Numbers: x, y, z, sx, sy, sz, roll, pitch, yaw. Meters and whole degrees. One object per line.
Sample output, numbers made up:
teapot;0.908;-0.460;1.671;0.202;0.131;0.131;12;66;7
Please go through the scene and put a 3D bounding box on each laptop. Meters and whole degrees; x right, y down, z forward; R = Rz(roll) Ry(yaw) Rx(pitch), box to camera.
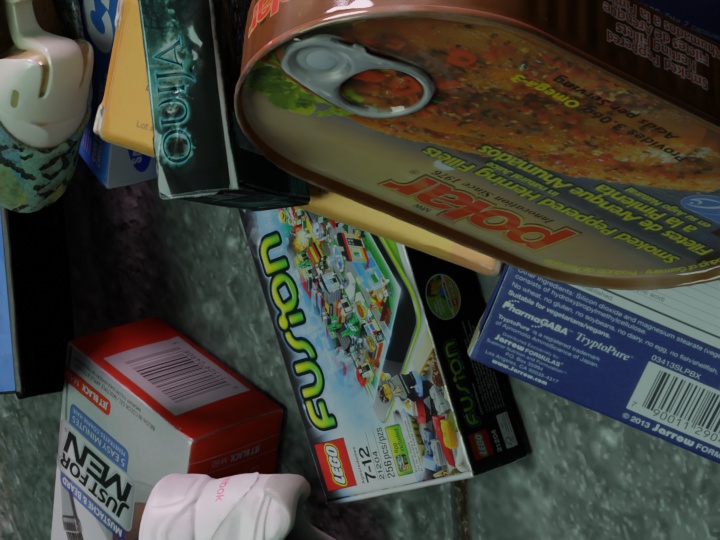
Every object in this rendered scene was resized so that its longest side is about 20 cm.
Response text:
laptop;-0.216;-0.025;1.096;0.200;0.116;0.188;21;-117;-87

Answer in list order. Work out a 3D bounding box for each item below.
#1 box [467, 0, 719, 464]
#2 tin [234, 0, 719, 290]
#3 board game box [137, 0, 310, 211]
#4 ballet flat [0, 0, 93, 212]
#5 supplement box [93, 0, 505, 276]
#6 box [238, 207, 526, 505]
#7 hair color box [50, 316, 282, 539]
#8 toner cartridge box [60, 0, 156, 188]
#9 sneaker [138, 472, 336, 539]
box;0.126;-0.027;0.733;0.121;0.032;0.200;23;127;4
tin;0.053;-0.046;0.648;0.112;0.200;0.042;-31;48;43
board game box;-0.049;-0.089;0.725;0.200;0.028;0.136;-1;-95;-85
ballet flat;-0.151;-0.117;0.930;0.074;0.074;0.200;15;120;47
supplement box;-0.010;-0.059;0.854;0.200;0.069;0.067;20;105;24
box;0.000;0.000;0.935;0.110;0.035;0.200;-20;86;51
hair color box;-0.107;0.140;1.087;0.111;0.064;0.200;32;126;40
toner cartridge box;-0.112;-0.144;0.959;0.095;0.043;0.200;52;146;36
sneaker;-0.026;0.181;0.981;0.099;0.078;0.200;-13;115;27
